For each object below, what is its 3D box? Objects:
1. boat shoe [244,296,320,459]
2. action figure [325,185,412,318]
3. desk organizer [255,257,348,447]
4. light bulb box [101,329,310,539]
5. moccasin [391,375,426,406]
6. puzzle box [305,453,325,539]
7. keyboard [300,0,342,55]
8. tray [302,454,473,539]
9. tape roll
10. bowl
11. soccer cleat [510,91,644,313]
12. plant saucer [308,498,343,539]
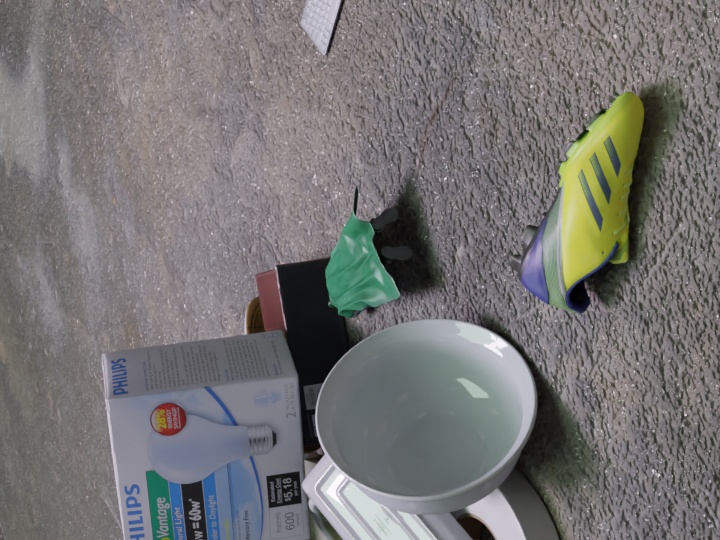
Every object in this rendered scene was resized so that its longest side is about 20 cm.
[{"bbox_3d":[-0.098,0.129,1.724,0.069,0.070,0.201,123,135,-60],"label":"boat shoe"},{"bbox_3d":[0.000,0.000,1.512,0.200,0.054,0.119,131,124,-65],"label":"action figure"},{"bbox_3d":[-0.060,0.092,1.640,0.077,0.071,0.202,-14,85,65],"label":"desk organizer"},{"bbox_3d":[-0.164,0.186,1.553,0.125,0.198,0.200,-119,24,-68],"label":"light bulb box"},{"bbox_3d":[0.057,0.181,1.450,0.068,0.080,0.201,48,153,39],"label":"moccasin"},{"bbox_3d":[-0.028,0.287,1.687,0.200,0.025,0.134,4,101,63],"label":"puzzle box"},{"bbox_3d":[-0.026,-0.318,1.514,0.056,0.011,0.201,61,147,34],"label":"keyboard"},{"bbox_3d":[0.027,0.241,1.386,0.200,0.022,0.108,48,112,24],"label":"tray"},{"bbox_3d":[0.125,0.278,1.369,0.202,0.037,0.205,26,120,58],"label":"tape roll"},{"bbox_3d":[0.064,0.147,1.316,0.201,0.200,0.091,53,165,42],"label":"bowl"},{"bbox_3d":[0.187,-0.051,1.144,0.083,0.065,0.201,35,131,16],"label":"soccer cleat"},{"bbox_3d":[0.027,0.299,1.506,0.200,0.050,0.200,47,163,19],"label":"plant saucer"}]
